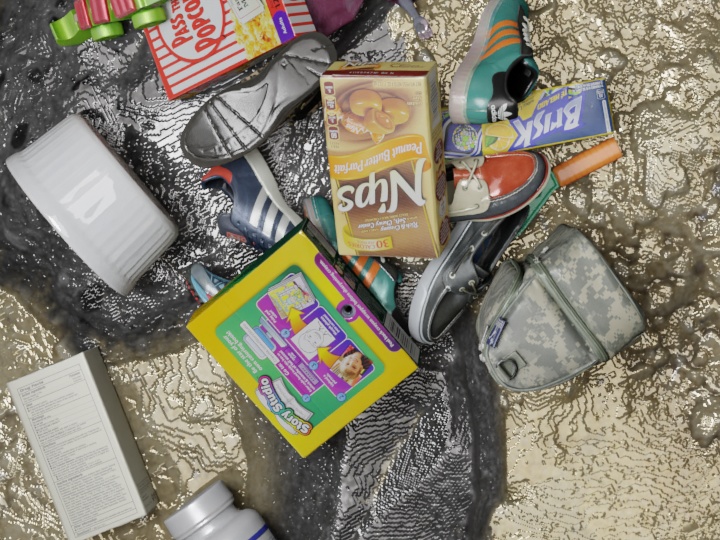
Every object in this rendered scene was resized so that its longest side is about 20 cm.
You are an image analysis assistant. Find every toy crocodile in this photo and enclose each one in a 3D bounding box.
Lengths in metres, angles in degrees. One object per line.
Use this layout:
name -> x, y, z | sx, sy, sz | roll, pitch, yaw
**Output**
toy crocodile -> -0.276, -0.299, 1.658 | 0.198, 0.061, 0.068 | -8, 99, 44

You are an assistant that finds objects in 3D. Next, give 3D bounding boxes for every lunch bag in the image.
lunch bag -> 0.203, 0.049, 1.598 | 0.167, 0.200, 0.140 | -39, 94, 5

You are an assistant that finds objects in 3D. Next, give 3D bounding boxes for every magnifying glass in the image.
magnifying glass -> 0.204, -0.095, 1.681 | 0.198, 0.022, 0.080 | -27, 90, 5

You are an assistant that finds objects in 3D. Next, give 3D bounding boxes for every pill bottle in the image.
pill bottle -> -0.136, 0.345, 1.682 | 0.112, 0.112, 0.201 | -36, 89, 5

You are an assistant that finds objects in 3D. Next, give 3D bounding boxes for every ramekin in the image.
ramekin -> -0.292, -0.078, 1.639 | 0.098, 0.200, 0.201 | -41, 89, -2

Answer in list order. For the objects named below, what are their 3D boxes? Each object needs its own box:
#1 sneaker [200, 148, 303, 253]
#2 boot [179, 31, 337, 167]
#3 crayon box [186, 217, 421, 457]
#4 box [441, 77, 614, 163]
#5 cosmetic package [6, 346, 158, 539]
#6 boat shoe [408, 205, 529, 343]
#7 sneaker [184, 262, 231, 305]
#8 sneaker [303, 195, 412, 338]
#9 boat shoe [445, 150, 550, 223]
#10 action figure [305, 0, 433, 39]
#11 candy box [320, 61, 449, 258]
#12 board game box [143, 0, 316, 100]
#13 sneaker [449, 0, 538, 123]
sneaker -> -0.111, -0.043, 1.668 | 0.084, 0.075, 0.201 | -30, 72, -14
boot -> -0.105, -0.183, 1.638 | 0.200, 0.151, 0.073 | -41, 90, 4
crayon box -> -0.061, 0.076, 1.618 | 0.172, 0.058, 0.200 | -38, 100, 15
box -> 0.181, -0.166, 1.655 | 0.197, 0.070, 0.065 | -11, 94, 5
cosmetic package -> -0.321, 0.202, 1.711 | 0.102, 0.073, 0.202 | -20, 90, 6
boat shoe -> 0.120, -0.004, 1.644 | 0.056, 0.068, 0.202 | 31, 95, 40
sneaker -> -0.108, 0.040, 1.694 | 0.199, 0.079, 0.096 | 34, 86, -6
sneaker -> 0.000, 0.000, 1.684 | 0.079, 0.071, 0.202 | -24, 88, -10
boat shoe -> 0.110, -0.092, 1.613 | 0.198, 0.062, 0.072 | -14, 60, 29
action figure -> 0.010, -0.340, 1.667 | 0.198, 0.135, 0.150 | -20, 48, -7
candy box -> 0.028, -0.116, 1.557 | 0.114, 0.055, 0.203 | 3, 115, 19
board game box -> -0.158, -0.297, 1.646 | 0.198, 0.046, 0.153 | -21, 90, 35
sneaker -> 0.161, -0.227, 1.602 | 0.079, 0.072, 0.201 | 9, 49, 20
